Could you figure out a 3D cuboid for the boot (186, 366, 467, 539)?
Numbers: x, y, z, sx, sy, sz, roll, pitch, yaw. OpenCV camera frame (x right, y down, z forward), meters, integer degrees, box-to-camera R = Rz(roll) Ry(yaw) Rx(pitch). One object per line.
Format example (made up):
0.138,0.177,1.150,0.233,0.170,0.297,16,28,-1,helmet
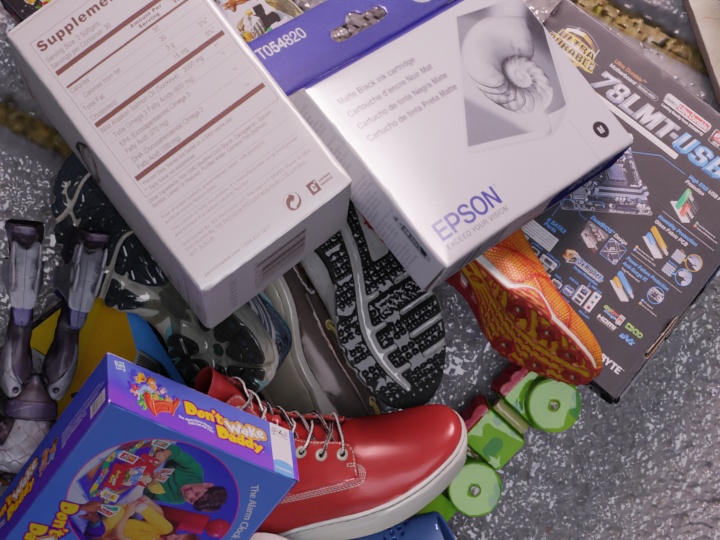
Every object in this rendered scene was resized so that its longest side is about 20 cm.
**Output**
-0.034,0.104,1.403,0.198,0.073,0.145,-20,130,-2,boot

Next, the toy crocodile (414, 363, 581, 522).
0.095,0.109,1.532,0.062,0.068,0.200,43,90,-9,toy crocodile

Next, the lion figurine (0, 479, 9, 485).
-0.268,0.172,1.489,0.122,0.072,0.202,16,87,-23,lion figurine

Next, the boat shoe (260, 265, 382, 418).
-0.040,0.054,1.513,0.059,0.072,0.201,-24,88,-45,boat shoe

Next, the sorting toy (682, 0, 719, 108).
0.339,-0.179,1.528,0.198,0.070,0.200,-22,99,-4,sorting toy

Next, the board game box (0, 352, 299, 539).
-0.148,0.156,1.356,0.134,0.045,0.200,25,121,-25,board game box

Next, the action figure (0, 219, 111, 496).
-0.206,0.071,1.386,0.129,0.069,0.202,6,94,-24,action figure

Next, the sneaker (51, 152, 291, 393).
-0.124,0.000,1.457,0.078,0.086,0.200,-42,85,26,sneaker

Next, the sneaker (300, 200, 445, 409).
0.000,0.000,1.487,0.073,0.080,0.201,-25,85,-4,sneaker

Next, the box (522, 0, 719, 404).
0.155,-0.048,1.496,0.199,0.050,0.199,37,85,8,box

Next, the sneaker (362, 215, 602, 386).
0.091,-0.008,1.438,0.200,0.073,0.077,46,55,-3,sneaker

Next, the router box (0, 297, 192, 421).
-0.153,0.111,1.479,0.149,0.051,0.201,-40,100,-28,router box

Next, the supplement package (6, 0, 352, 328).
-0.110,-0.085,1.358,0.117,0.117,0.201,-37,81,-8,supplement package

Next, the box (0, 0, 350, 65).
-0.122,-0.156,1.452,0.200,0.038,0.137,44,82,8,box

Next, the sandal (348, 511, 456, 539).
0.032,0.196,1.482,0.199,0.080,0.088,28,105,-2,sandal

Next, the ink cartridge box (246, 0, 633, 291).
0.050,-0.112,1.418,0.199,0.041,0.200,-34,80,-37,ink cartridge box

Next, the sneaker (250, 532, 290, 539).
-0.016,0.255,1.365,0.073,0.116,0.201,-37,98,0,sneaker
